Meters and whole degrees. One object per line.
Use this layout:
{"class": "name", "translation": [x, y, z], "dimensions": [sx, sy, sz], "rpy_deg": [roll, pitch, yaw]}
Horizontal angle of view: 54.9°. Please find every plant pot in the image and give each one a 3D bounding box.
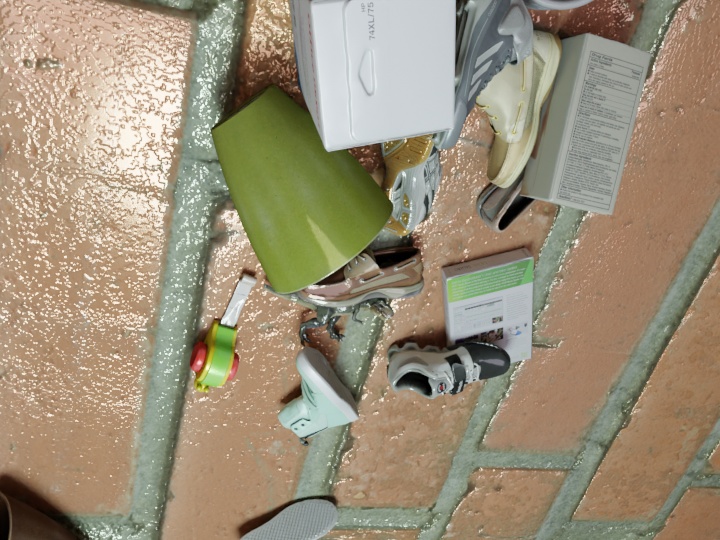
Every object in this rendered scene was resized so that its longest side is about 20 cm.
{"class": "plant pot", "translation": [-0.525, 0.465, 1.089], "dimensions": [0.186, 0.189, 0.200], "rpy_deg": [-38, 138, 11]}
{"class": "plant pot", "translation": [-0.087, -0.112, 0.841], "dimensions": [0.185, 0.188, 0.202], "rpy_deg": [-32, 109, 7]}

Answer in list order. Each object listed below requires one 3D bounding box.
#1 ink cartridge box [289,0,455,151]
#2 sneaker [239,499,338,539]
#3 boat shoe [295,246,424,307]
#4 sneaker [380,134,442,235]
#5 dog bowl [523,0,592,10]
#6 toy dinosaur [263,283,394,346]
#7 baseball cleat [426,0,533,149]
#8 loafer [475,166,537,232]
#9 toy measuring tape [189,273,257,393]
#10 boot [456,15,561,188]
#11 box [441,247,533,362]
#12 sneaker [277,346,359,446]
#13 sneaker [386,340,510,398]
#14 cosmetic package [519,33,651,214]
{"class": "ink cartridge box", "translation": [0.006, -0.246, 0.748], "dimensions": [0.142, 0.202, 0.150], "rpy_deg": [-10, 125, -8]}
{"class": "sneaker", "translation": [-0.132, 0.477, 1.260], "dimensions": [0.195, 0.075, 0.082], "rpy_deg": [-20, 155, -8]}
{"class": "boat shoe", "translation": [0.000, 0.000, 0.985], "dimensions": [0.195, 0.076, 0.074], "rpy_deg": [-8, 121, -21]}
{"class": "sneaker", "translation": [0.072, -0.150, 0.906], "dimensions": [0.087, 0.075, 0.204], "rpy_deg": [-32, 143, -47]}
{"class": "dog bowl", "translation": [0.238, -0.401, 0.798], "dimensions": [0.194, 0.059, 0.205], "rpy_deg": [-7, 123, -11]}
{"class": "toy dinosaur", "translation": [-0.052, 0.065, 1.028], "dimensions": [0.194, 0.048, 0.090], "rpy_deg": [7, 117, -13]}
{"class": "baseball cleat", "translation": [0.143, -0.232, 0.793], "dimensions": [0.104, 0.070, 0.205], "rpy_deg": [11, 98, -16]}
{"class": "loafer", "translation": [0.251, -0.130, 0.968], "dimensions": [0.200, 0.063, 0.071], "rpy_deg": [-44, 122, 14]}
{"class": "toy measuring tape", "translation": [-0.195, 0.103, 0.995], "dimensions": [0.072, 0.074, 0.203], "rpy_deg": [19, 115, -24]}
{"class": "boot", "translation": [0.157, -0.212, 0.886], "dimensions": [0.151, 0.073, 0.204], "rpy_deg": [5, 118, -18]}
{"class": "box", "translation": [0.203, 0.071, 1.101], "dimensions": [0.140, 0.037, 0.204], "rpy_deg": [-13, 125, -7]}
{"class": "sneaker", "translation": [-0.084, 0.201, 1.067], "dimensions": [0.116, 0.075, 0.202], "rpy_deg": [-25, 139, 3]}
{"class": "sneaker", "translation": [0.137, 0.164, 1.076], "dimensions": [0.194, 0.089, 0.076], "rpy_deg": [-4, 123, 9]}
{"class": "cosmetic package", "translation": [0.285, -0.184, 0.888], "dimensions": [0.101, 0.087, 0.206], "rpy_deg": [11, 98, -16]}
